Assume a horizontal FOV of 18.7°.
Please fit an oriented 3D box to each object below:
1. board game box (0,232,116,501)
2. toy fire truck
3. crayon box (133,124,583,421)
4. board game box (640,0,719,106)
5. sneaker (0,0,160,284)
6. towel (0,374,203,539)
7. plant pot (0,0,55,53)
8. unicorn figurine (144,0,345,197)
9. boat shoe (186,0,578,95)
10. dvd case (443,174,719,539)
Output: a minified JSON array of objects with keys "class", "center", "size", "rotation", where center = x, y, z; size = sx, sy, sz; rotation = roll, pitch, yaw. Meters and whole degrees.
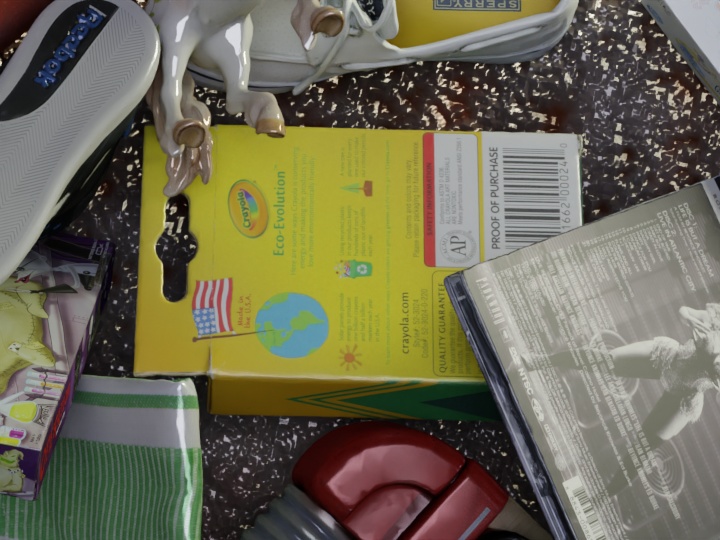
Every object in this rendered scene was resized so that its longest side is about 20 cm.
[{"class":"board game box","center":[-0.176,0.027,0.921],"size":[0.120,0.200,0.032],"rotation":[7,114,-1]},{"class":"toy fire truck","center":[-0.040,0.123,0.962],"size":[0.200,0.129,0.176],"rotation":[44,83,-8]},{"class":"crayon box","center":[0.000,0.000,0.984],"size":[0.199,0.051,0.127],"rotation":[2,65,-3]},{"class":"board game box","center":[0.246,-0.090,1.033],"size":[0.134,0.034,0.200],"rotation":[-37,87,-6]},{"class":"sneaker","center":[-0.160,-0.022,0.927],"size":[0.073,0.112,0.200],"rotation":[40,64,5]},{"class":"towel","center":[-0.119,0.144,0.927],"size":[0.023,0.152,0.201],"rotation":[10,82,-39]},{"class":"plant pot","center":[-0.144,-0.217,0.956],"size":[0.195,0.201,0.201],"rotation":[-36,87,-15]},{"class":"unicorn figurine","center":[-0.041,-0.135,0.931],"size":[0.200,0.138,0.074],"rotation":[-39,131,24]},{"class":"boat shoe","center":[0.003,-0.121,0.996],"size":[0.201,0.086,0.075],"rotation":[-1,83,-4]},{"class":"dvd case","center":[0.131,0.046,0.960],"size":[0.200,0.016,0.149],"rotation":[-19,84,-45]}]
